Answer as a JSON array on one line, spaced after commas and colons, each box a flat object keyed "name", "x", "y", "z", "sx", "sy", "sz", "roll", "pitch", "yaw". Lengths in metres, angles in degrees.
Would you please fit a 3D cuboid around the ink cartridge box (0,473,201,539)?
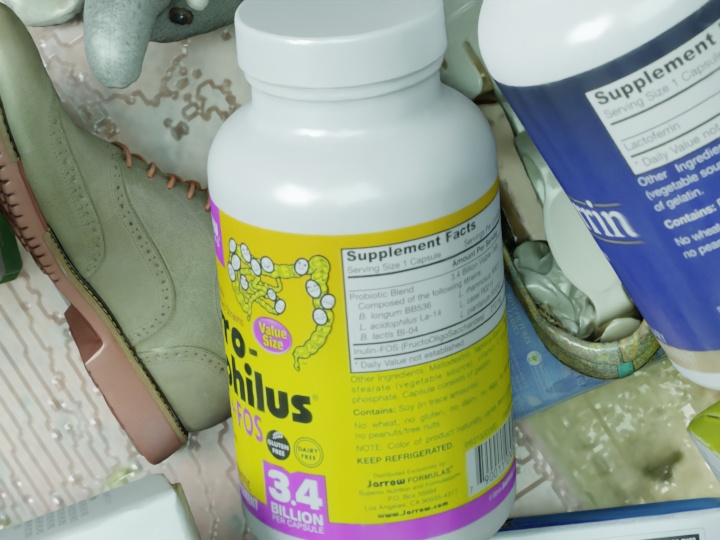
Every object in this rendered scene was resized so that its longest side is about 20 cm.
[{"name": "ink cartridge box", "x": -0.132, "y": 0.173, "z": 1.010, "sx": 0.199, "sy": 0.083, "sz": 0.146, "roll": -21, "pitch": 93, "yaw": -6}]

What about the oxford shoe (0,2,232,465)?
[{"name": "oxford shoe", "x": -0.091, "y": -0.024, "z": 1.048, "sx": 0.074, "sy": 0.071, "sz": 0.201, "roll": -28, "pitch": 124, "yaw": -4}]

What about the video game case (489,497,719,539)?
[{"name": "video game case", "x": 0.051, "y": 0.188, "z": 1.081, "sx": 0.198, "sy": 0.045, "sz": 0.183, "roll": -6, "pitch": 91, "yaw": 3}]

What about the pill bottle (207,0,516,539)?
[{"name": "pill bottle", "x": 0.000, "y": 0.000, "z": 1.019, "sx": 0.103, "sy": 0.104, "sz": 0.201, "roll": -4, "pitch": 113, "yaw": 3}]

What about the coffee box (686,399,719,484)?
[{"name": "coffee box", "x": 0.252, "y": 0.088, "z": 0.992, "sx": 0.199, "sy": 0.200, "sz": 0.198, "roll": -33, "pitch": 90, "yaw": 3}]

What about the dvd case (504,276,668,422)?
[{"name": "dvd case", "x": 0.119, "y": -0.045, "z": 1.085, "sx": 0.199, "sy": 0.018, "sz": 0.143, "roll": -23, "pitch": 90, "yaw": 4}]

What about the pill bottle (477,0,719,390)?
[{"name": "pill bottle", "x": 0.110, "y": -0.068, "z": 0.966, "sx": 0.115, "sy": 0.116, "sz": 0.201, "roll": -33, "pitch": 110, "yaw": 3}]

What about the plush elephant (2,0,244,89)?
[{"name": "plush elephant", "x": -0.084, "y": -0.140, "z": 1.032, "sx": 0.164, "sy": 0.200, "sz": 0.156, "roll": -2, "pitch": 114, "yaw": 15}]

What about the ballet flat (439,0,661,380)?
[{"name": "ballet flat", "x": 0.061, "y": -0.054, "z": 1.046, "sx": 0.070, "sy": 0.071, "sz": 0.201, "roll": -23, "pitch": 90, "yaw": 3}]

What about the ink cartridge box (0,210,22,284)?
[{"name": "ink cartridge box", "x": -0.212, "y": -0.016, "z": 1.010, "sx": 0.144, "sy": 0.200, "sz": 0.085, "roll": -13, "pitch": 92, "yaw": 3}]
